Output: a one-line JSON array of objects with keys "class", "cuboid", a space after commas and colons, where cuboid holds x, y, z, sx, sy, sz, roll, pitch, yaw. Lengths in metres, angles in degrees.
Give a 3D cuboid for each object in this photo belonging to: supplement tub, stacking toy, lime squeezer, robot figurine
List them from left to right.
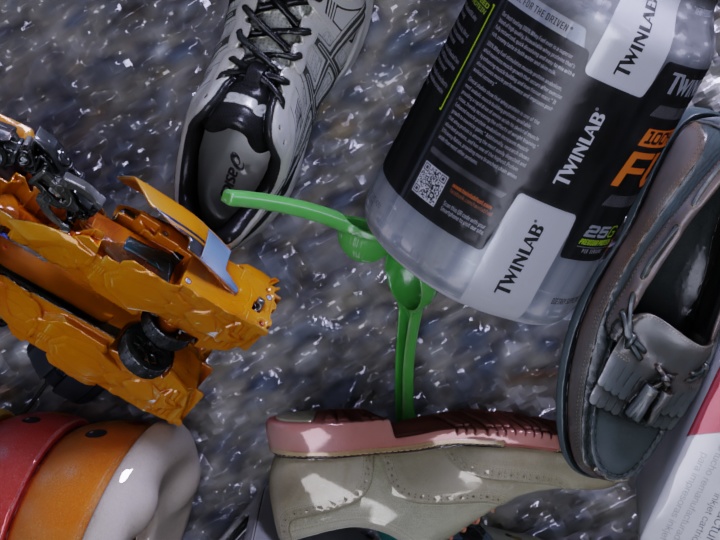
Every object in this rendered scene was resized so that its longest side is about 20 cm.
[{"class": "stacking toy", "cuboid": [-0.199, 0.120, 1.114, 0.199, 0.146, 0.147, 20, 109, 11]}, {"class": "robot figurine", "cuboid": [-0.148, -0.006, 1.039, 0.200, 0.058, 0.145, 33, 131, -14]}, {"class": "lime squeezer", "cuboid": [0.000, 0.000, 1.092, 0.070, 0.038, 0.200, -34, 130, 3]}, {"class": "supplement tub", "cuboid": [0.095, -0.085, 1.026, 0.122, 0.123, 0.201, 27, 109, -2]}]

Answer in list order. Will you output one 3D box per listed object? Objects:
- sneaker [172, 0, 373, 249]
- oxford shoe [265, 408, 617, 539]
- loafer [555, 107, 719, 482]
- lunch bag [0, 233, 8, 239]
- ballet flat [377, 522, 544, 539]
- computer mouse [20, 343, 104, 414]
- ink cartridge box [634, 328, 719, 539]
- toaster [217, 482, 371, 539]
[{"class": "sneaker", "cuboid": [-0.045, -0.099, 1.057, 0.075, 0.088, 0.201, 17, 107, 3]}, {"class": "oxford shoe", "cuboid": [0.047, 0.113, 1.107, 0.199, 0.071, 0.074, 2, 92, -7]}, {"class": "loafer", "cuboid": [0.156, 0.016, 1.053, 0.072, 0.063, 0.201, 16, 94, -30]}, {"class": "lunch bag", "cuboid": [-0.277, -0.036, 1.106, 0.160, 0.082, 0.201, -16, 105, 12]}, {"class": "ballet flat", "cuboid": [0.095, 0.188, 1.142, 0.200, 0.074, 0.074, 47, 108, 8]}, {"class": "computer mouse", "cuboid": [-0.181, 0.069, 1.154, 0.059, 0.034, 0.200, 40, 108, -8]}, {"class": "ink cartridge box", "cuboid": [0.264, 0.106, 1.088, 0.199, 0.083, 0.147, 22, 108, 0]}, {"class": "toaster", "cuboid": [-0.067, 0.238, 1.109, 0.118, 0.200, 0.181, 37, 109, -10]}]
